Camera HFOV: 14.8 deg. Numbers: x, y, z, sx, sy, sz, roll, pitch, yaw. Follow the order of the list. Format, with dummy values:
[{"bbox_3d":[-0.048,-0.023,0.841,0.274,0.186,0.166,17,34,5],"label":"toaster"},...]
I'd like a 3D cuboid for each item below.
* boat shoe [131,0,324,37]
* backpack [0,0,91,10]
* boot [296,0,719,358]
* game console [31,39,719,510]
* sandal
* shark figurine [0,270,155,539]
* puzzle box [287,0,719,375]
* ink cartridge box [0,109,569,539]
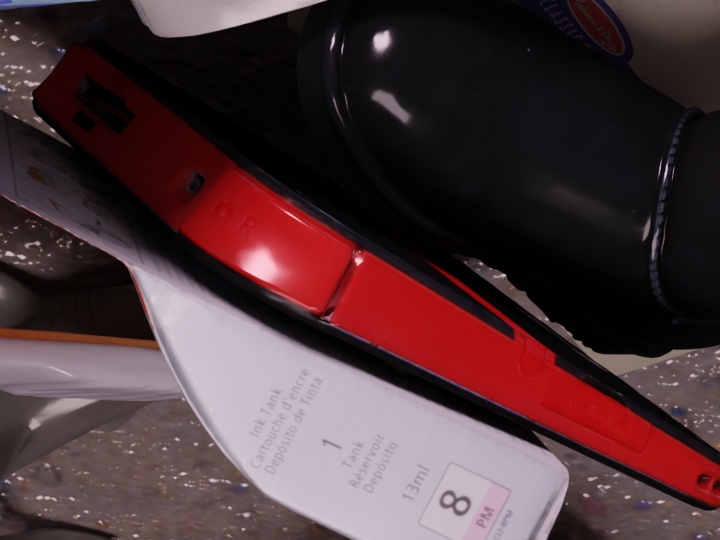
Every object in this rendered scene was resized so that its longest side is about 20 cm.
[{"bbox_3d":[0.025,-0.124,0.734,0.200,0.072,0.069,-17,108,15],"label":"boat shoe"},{"bbox_3d":[-0.113,-0.136,0.648,0.200,0.183,0.135,-4,126,-11],"label":"backpack"},{"bbox_3d":[0.100,-0.028,0.764,0.162,0.073,0.198,-2,152,41],"label":"boot"},{"bbox_3d":[0.000,0.000,0.812,0.177,0.200,0.031,31,94,-29],"label":"game console"},{"bbox_3d":[-0.136,0.008,0.879,0.207,0.059,0.079,5,171,-23],"label":"sandal"},{"bbox_3d":[-0.127,0.076,0.982,0.128,0.090,0.215,18,138,-15],"label":"shark figurine"},{"bbox_3d":[0.086,-0.047,0.854,0.133,0.025,0.200,-19,136,27],"label":"puzzle box"},{"bbox_3d":[-0.050,0.014,0.785,0.200,0.163,0.057,23,97,-12],"label":"ink cartridge box"}]
